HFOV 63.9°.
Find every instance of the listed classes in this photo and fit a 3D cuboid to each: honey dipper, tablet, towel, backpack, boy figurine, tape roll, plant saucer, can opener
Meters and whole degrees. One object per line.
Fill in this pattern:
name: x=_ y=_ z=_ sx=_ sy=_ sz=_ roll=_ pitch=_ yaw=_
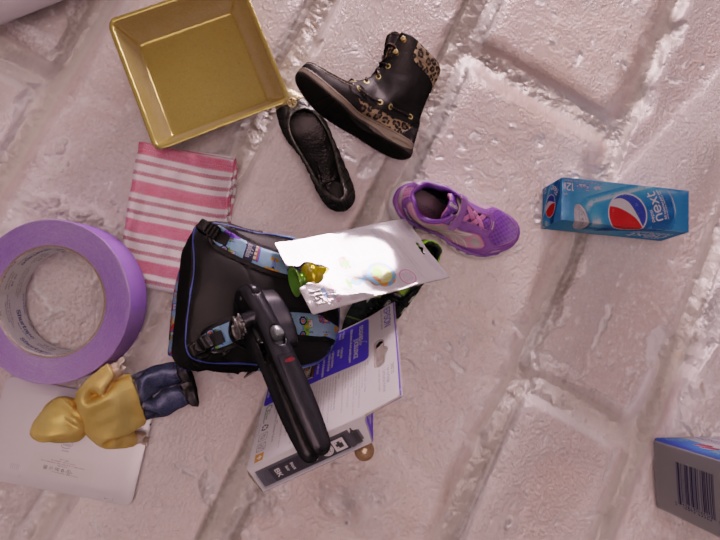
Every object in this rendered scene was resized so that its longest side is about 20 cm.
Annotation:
honey dipper: x=-0.007 y=0.201 z=0.710 sx=0.037 sy=0.200 sz=0.039 roll=1 pitch=82 yaw=-7
tablet: x=-0.383 y=0.224 z=0.760 sx=0.196 sy=0.014 sz=0.133 roll=13 pitch=82 yaw=-5
towel: x=-0.254 y=-0.070 z=0.801 sx=0.143 sy=0.030 sz=0.204 roll=8 pitch=83 yaw=-5
backpack: x=-0.130 y=0.043 z=0.736 sx=0.197 sy=0.134 sz=0.186 roll=8 pitch=69 yaw=-27
boy figurine: x=-0.307 y=0.175 z=0.733 sx=0.197 sy=0.064 sz=0.126 roll=-19 pitch=115 yaw=-12
tape roll: x=-0.383 y=0.039 z=0.744 sx=0.196 sy=0.066 sz=0.205 roll=0 pitch=89 yaw=-3
plant saucer: x=-0.224 y=-0.285 z=0.816 sx=0.197 sy=0.048 sz=0.203 roll=-22 pitch=83 yaw=-7
can opener: x=-0.082 y=0.100 z=0.604 sx=0.077 sy=0.064 sz=0.202 roll=-13 pitch=62 yaw=-30

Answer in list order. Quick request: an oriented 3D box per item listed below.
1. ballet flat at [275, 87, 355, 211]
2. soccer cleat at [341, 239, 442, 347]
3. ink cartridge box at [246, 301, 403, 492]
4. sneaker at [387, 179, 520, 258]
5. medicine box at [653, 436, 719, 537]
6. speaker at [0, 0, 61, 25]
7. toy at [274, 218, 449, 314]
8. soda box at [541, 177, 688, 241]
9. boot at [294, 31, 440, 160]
ballet flat: x=-0.061 y=-0.177 z=0.820 sx=0.066 sy=0.057 sz=0.202 roll=-29 pitch=83 yaw=-8
soccer cleat: x=0.040 y=0.035 z=0.795 sx=0.067 sy=0.081 sz=0.201 roll=38 pitch=81 yaw=-1
ink cartridge box: x=-0.031 y=0.142 z=0.693 sx=0.198 sy=0.199 sz=0.044 roll=-29 pitch=112 yaw=14
sneaker: x=0.137 y=-0.076 z=0.817 sx=0.196 sy=0.088 sz=0.082 roll=18 pitch=80 yaw=-5
medicine box: x=0.534 y=0.288 z=0.769 sx=0.196 sy=0.182 sz=0.105 roll=0 pitch=83 yaw=-6
speaker: x=-0.450 y=-0.404 z=0.793 sx=0.197 sy=0.081 sz=0.082 roll=-26 pitch=87 yaw=-8
toy: x=0.000 y=0.000 z=0.727 sx=0.197 sy=0.048 sz=0.116 roll=-11 pitch=51 yaw=-32
soda box: x=0.374 y=-0.089 z=0.854 sx=0.196 sy=0.068 sz=0.066 roll=4 pitch=82 yaw=-6
boot: x=0.018 y=-0.270 z=0.823 sx=0.198 sy=0.073 sz=0.153 roll=29 pitch=79 yaw=-17
